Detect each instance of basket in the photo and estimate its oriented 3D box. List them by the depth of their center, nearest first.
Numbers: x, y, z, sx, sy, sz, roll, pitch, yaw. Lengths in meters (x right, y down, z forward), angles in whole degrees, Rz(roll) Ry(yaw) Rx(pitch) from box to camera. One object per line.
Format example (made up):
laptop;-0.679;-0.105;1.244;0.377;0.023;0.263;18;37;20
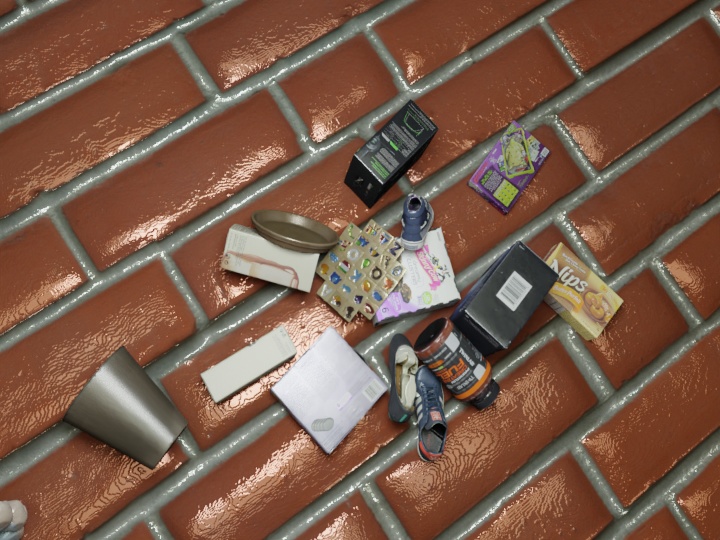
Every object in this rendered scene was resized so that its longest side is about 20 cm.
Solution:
basket;-0.449;0.284;1.464;0.199;0.136;0.182;38;78;-3

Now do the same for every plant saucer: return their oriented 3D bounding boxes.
plant saucer;-0.140;-0.082;1.579;0.195;0.201;0.030;16;108;-5

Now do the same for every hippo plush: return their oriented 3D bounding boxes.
hippo plush;-0.734;0.458;1.391;0.161;0.158;0.202;45;116;21

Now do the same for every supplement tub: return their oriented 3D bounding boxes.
supplement tub;0.212;0.204;1.588;0.200;0.107;0.107;46;74;-12

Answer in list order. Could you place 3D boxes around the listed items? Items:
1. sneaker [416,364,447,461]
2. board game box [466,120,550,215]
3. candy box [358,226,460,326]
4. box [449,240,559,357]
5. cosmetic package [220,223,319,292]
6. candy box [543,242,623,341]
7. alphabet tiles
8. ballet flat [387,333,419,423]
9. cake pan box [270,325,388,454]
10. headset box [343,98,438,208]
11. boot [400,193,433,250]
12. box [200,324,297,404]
sneaker;0.153;0.301;1.578;0.073;0.085;0.206;-3;77;-10
board game box;0.354;-0.246;1.766;0.119;0.032;0.201;40;73;-3
candy box;0.104;0.013;1.642;0.195;0.072;0.172;-14;79;-11
box;0.296;0.070;1.595;0.123;0.199;0.201;40;74;4
cosmetic package;-0.190;-0.027;1.580;0.195;0.103;0.090;15;97;-4
candy box;0.492;0.049;1.706;0.199;0.055;0.116;42;75;3
alphabet tiles;0.000;0.000;1.596;0.165;0.006;0.202;38;92;14
ballet flat;0.096;0.221;1.572;0.071;0.074;0.205;9;60;-7
cake pan box;-0.065;0.249;1.573;0.184;0.052;0.200;45;75;0
headset box;0.060;-0.249;1.644;0.093;0.174;0.200;44;76;2
boot;0.126;-0.134;1.617;0.070;0.092;0.202;4;32;5
box;-0.231;0.196;1.543;0.197;0.082;0.069;-30;84;-16
